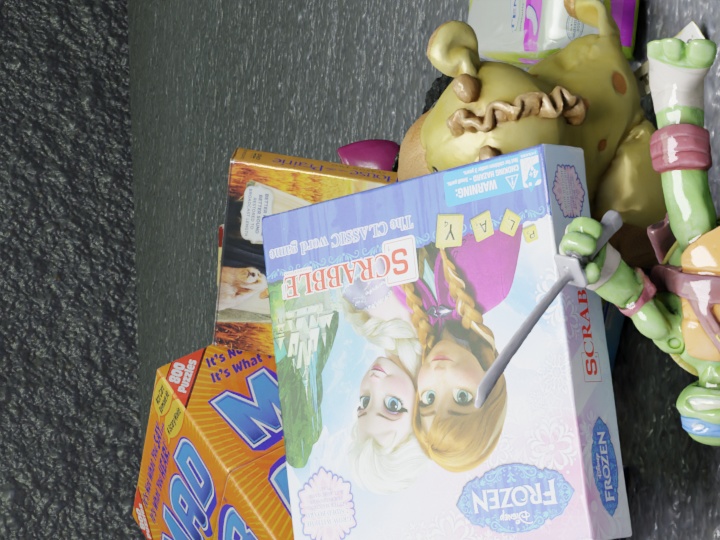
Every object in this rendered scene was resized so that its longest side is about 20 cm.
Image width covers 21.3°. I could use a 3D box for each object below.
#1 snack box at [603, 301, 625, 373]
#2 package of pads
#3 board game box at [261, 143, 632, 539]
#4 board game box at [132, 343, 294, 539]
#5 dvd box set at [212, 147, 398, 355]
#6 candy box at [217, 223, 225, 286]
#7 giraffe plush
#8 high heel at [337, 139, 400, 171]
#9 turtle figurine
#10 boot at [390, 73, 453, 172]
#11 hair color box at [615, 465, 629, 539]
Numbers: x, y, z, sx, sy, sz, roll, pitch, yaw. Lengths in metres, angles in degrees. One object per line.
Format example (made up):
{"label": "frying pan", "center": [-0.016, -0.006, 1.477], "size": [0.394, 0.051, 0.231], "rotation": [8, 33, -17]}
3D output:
{"label": "snack box", "center": [0.134, -0.020, 1.293], "size": [0.200, 0.037, 0.117], "rotation": [-114, 30, -61]}
{"label": "package of pads", "center": [0.131, -0.212, 1.279], "size": [0.200, 0.067, 0.156], "rotation": [-150, 65, -75]}
{"label": "board game box", "center": [0.040, 0.052, 1.020], "size": [0.199, 0.041, 0.202], "rotation": [-14, 80, 39]}
{"label": "board game box", "center": [-0.030, 0.167, 1.443], "size": [0.200, 0.199, 0.201], "rotation": [52, 148, 26]}
{"label": "dvd box set", "center": [0.000, 0.000, 1.348], "size": [0.029, 0.198, 0.148], "rotation": [-73, -8, -66]}
{"label": "candy box", "center": [-0.009, -0.008, 1.533], "size": [0.115, 0.198, 0.056], "rotation": [-175, 87, -76]}
{"label": "giraffe plush", "center": [0.094, -0.066, 1.109], "size": [0.173, 0.161, 0.201], "rotation": [48, 125, 25]}
{"label": "high heel", "center": [0.020, -0.009, 1.634], "size": [0.067, 0.095, 0.202], "rotation": [176, 97, -76]}
{"label": "turtle figurine", "center": [0.175, -0.014, 0.918], "size": [0.143, 0.199, 0.196], "rotation": [2, 84, 42]}
{"label": "boot", "center": [0.043, -0.049, 1.429], "size": [0.212, 0.079, 0.158], "rotation": [-53, 8, 16]}
{"label": "hair color box", "center": [0.073, 0.150, 1.149], "size": [0.099, 0.199, 0.061], "rotation": [6, 95, 35]}
